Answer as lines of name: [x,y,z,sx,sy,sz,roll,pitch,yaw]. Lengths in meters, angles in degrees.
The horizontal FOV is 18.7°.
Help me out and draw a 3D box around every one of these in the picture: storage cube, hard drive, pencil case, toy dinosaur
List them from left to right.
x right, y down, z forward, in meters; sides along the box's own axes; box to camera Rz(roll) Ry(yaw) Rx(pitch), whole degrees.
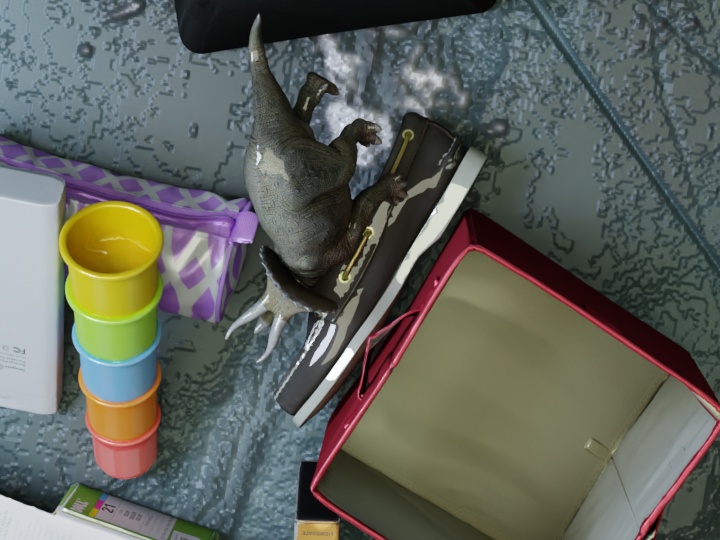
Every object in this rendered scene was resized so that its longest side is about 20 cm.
hard drive: [-0.242,0.007,1.301,0.131,0.027,0.201,11,140,1]
pencil case: [-0.162,-0.031,1.325,0.198,0.084,0.086,14,140,-2]
toy dinosaur: [-0.030,-0.048,1.248,0.076,0.102,0.201,15,134,24]
storage cube: [0.089,0.085,1.287,0.199,0.180,0.172,33,98,-2]

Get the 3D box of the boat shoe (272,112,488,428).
boat shoe: [0.000,0.000,1.335,0.060,0.072,0.202,33,91,1]

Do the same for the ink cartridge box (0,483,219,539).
ink cartridge box: [-0.206,0.206,1.368,0.198,0.076,0.149,20,99,0]

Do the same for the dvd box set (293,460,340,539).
dvd box set: [-0.030,0.230,1.329,0.029,0.146,0.202,3,98,-1]

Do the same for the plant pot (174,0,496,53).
plant pot: [-0.028,-0.233,1.246,0.198,0.177,0.202,-8,97,2]

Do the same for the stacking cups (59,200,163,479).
stacking cups: [-0.141,0.046,1.304,0.060,0.061,0.201,3,140,1]
